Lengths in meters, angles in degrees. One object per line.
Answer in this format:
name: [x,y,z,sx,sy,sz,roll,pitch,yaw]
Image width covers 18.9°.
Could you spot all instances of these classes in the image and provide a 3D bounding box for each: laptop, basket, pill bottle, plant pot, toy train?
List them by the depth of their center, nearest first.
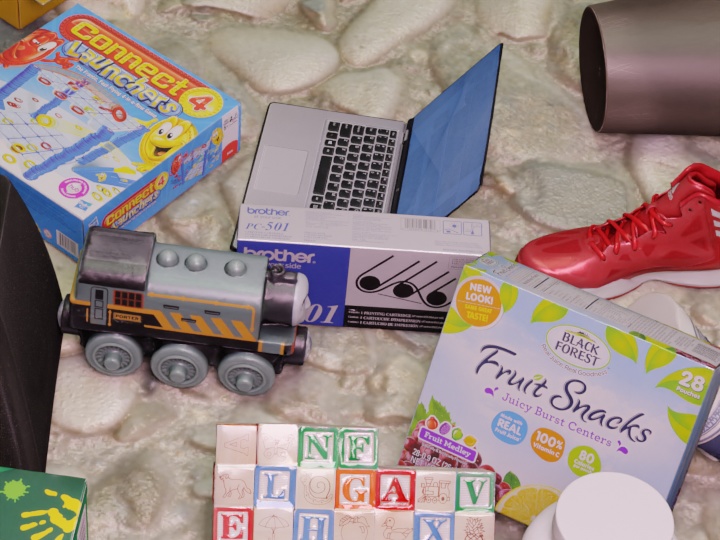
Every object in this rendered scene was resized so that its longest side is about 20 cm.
pill bottle: [0.154,0.227,1.445,0.112,0.201,0.113,3,45,-3]
plant pot: [-0.329,0.033,1.604,0.199,0.178,0.200,2,45,-2]
toy train: [-0.134,0.029,1.667,0.199,0.114,0.085,8,46,0]
laptop: [0.007,-0.104,1.812,0.199,0.116,0.188,9,45,3]
basket: [0.301,-0.187,1.915,0.199,0.136,0.181,-5,52,-5]

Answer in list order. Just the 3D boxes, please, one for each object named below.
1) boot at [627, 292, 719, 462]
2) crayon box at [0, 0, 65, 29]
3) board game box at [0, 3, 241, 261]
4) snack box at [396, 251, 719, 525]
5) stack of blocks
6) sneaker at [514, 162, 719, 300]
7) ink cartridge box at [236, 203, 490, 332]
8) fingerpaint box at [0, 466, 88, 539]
boot: [0.260,0.095,1.686,0.073,0.090,0.200,-42,25,12]
crayon box: [-0.321,-0.300,2.016,0.200,0.052,0.126,33,51,25]
board game box: [-0.238,-0.120,1.845,0.200,0.056,0.196,32,51,23]
snack box: [0.147,0.102,1.586,0.199,0.169,0.068,23,17,15]
stack of blocks: [-0.006,0.168,1.544,0.199,0.059,0.116,2,87,-4]
sneaker: [0.227,-0.041,1.772,0.199,0.116,0.079,-7,47,-13]
ink cartridge box: [0.000,0.000,1.726,0.199,0.094,0.044,4,46,-2]
fingerpaint box: [-0.263,0.214,1.418,0.166,0.201,0.074,8,46,2]
